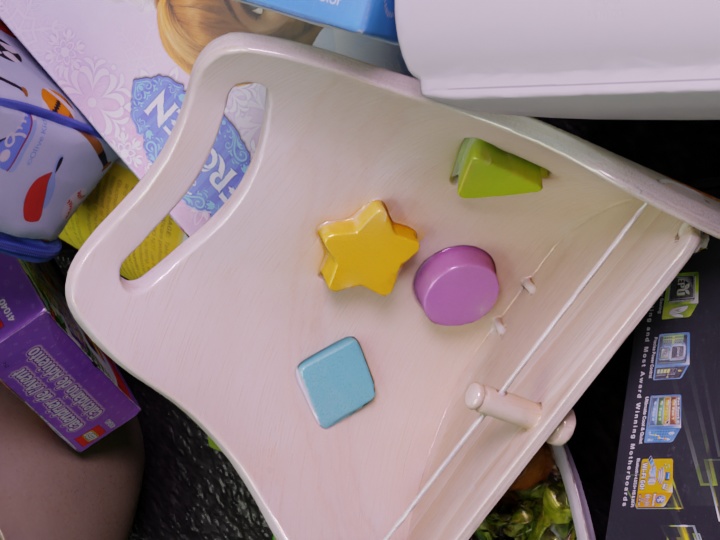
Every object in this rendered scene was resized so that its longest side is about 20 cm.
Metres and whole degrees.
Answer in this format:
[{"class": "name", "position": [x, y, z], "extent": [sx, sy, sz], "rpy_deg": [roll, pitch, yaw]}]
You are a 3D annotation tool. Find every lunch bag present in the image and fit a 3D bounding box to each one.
[{"class": "lunch bag", "position": [-0.196, -0.088, 0.885], "extent": [0.200, 0.160, 0.076], "rpy_deg": [41, 104, 27]}]

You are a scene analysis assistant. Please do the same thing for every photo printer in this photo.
[{"class": "photo printer", "position": [0.136, -0.082, 0.700], "extent": [0.199, 0.166, 0.070], "rpy_deg": [2, 93, 43]}]

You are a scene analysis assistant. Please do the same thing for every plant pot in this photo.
[{"class": "plant pot", "position": [-0.186, 0.101, 1.153], "extent": [0.199, 0.134, 0.202], "rpy_deg": [25, 130, 33]}]

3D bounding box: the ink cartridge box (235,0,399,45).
[{"class": "ink cartridge box", "position": [0.014, -0.178, 0.754], "extent": [0.067, 0.116, 0.202], "rpy_deg": [17, 97, 16]}]

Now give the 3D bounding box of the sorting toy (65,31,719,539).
[{"class": "sorting toy", "position": [0.000, 0.000, 0.805], "extent": [0.179, 0.107, 0.200], "rpy_deg": [25, 117, -22]}]

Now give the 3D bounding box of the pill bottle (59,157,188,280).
[{"class": "pill bottle", "position": [-0.061, -0.040, 0.957], "extent": [0.199, 0.112, 0.113], "rpy_deg": [29, 132, 30]}]

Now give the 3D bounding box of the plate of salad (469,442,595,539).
[{"class": "plate of salad", "position": [0.050, 0.115, 0.935], "extent": [0.200, 0.048, 0.202], "rpy_deg": [170, 90, -74]}]

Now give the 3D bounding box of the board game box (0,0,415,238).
[{"class": "board game box", "position": [-0.040, -0.135, 0.857], "extent": [0.200, 0.041, 0.200], "rpy_deg": [-45, 78, 15]}]

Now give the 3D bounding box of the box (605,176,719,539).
[{"class": "box", "position": [0.158, 0.065, 0.767], "extent": [0.160, 0.049, 0.202], "rpy_deg": [-4, 70, 46]}]

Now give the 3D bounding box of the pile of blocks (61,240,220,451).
[{"class": "pile of blocks", "position": [-0.087, 0.030, 1.066], "extent": [0.200, 0.062, 0.082], "rpy_deg": [39, 136, 21]}]

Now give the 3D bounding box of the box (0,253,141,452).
[{"class": "box", "position": [-0.179, -0.024, 1.051], "extent": [0.201, 0.039, 0.137], "rpy_deg": [57, 179, 25]}]

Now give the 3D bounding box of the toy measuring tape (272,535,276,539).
[{"class": "toy measuring tape", "position": [-0.003, 0.110, 0.996], "extent": [0.074, 0.073, 0.200], "rpy_deg": [49, 168, 10]}]
